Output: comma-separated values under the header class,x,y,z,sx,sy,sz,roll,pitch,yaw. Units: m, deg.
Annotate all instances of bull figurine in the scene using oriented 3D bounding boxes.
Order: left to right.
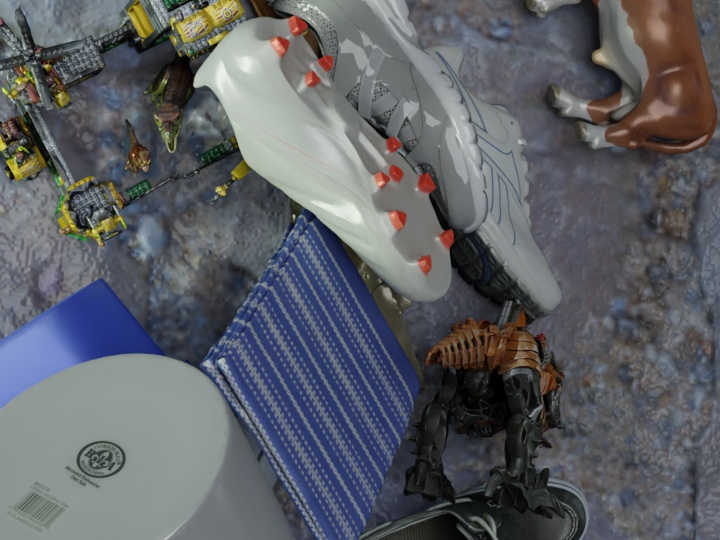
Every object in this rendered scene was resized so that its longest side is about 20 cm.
class,x,y,z,sx,sy,sz,roll,pitch,yaw
bull figurine,0.179,-0.174,1.305,0.121,0.065,0.201,-14,86,-13

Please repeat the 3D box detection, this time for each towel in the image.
class,x,y,z,sx,sy,sz,roll,pitch,yaw
towel,-0.024,0.062,1.123,0.024,0.200,0.145,-23,109,25

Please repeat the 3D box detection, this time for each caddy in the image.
class,x,y,z,sx,sy,sz,roll,pitch,yaw
caddy,-0.194,0.093,1.148,0.200,0.141,0.105,-34,93,-14

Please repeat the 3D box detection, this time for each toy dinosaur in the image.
class,x,y,z,sx,sy,sz,roll,pitch,yaw
toy dinosaur,0.076,0.078,1.214,0.200,0.102,0.137,22,74,-44

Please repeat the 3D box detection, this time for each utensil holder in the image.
class,x,y,z,sx,sy,sz,roll,pitch,yaw
utensil holder,-0.112,0.168,1.049,0.170,0.170,0.201,-33,131,-15

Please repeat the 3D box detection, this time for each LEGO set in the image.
class,x,y,z,sx,sy,sz,roll,pitch,yaw
LEGO set,-0.126,-0.108,1.191,0.199,0.116,0.155,-20,92,-16

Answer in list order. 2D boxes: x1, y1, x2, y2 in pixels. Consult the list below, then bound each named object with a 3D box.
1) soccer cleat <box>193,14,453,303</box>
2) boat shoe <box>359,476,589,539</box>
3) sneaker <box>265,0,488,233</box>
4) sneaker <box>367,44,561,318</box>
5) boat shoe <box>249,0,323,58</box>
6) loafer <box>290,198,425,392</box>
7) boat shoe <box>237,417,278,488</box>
class,x,y,z,sx,sy,sz,roll,pitch,yaw
soccer cleat,-0.019,-0.060,1.155,0.200,0.077,0.069,54,35,-9
boat shoe,0.064,0.183,1.253,0.199,0.071,0.073,-15,91,-17
sneaker,0.013,-0.107,1.205,0.082,0.075,0.201,-29,84,-2
sneaker,0.080,-0.061,1.274,0.087,0.074,0.201,-34,97,-20
boat shoe,-0.070,-0.219,1.238,0.067,0.072,0.201,-36,99,-17
loafer,0.000,0.000,1.248,0.067,0.076,0.201,-8,99,-17
boat shoe,-0.111,0.150,1.204,0.065,0.074,0.200,38,77,-15
